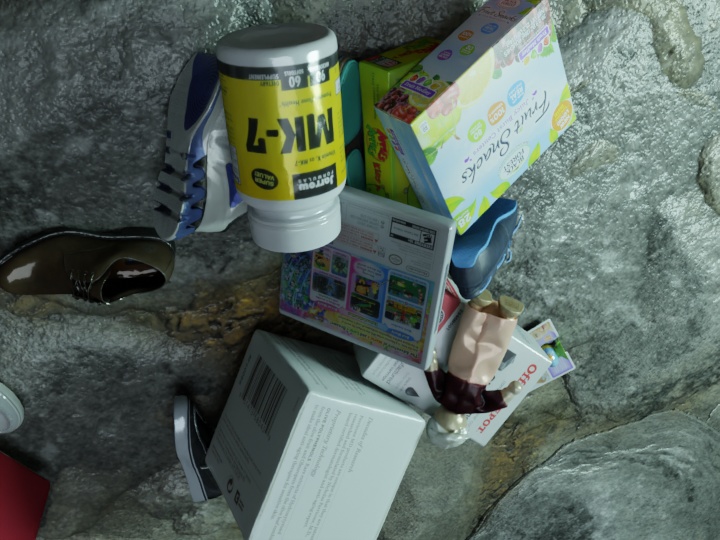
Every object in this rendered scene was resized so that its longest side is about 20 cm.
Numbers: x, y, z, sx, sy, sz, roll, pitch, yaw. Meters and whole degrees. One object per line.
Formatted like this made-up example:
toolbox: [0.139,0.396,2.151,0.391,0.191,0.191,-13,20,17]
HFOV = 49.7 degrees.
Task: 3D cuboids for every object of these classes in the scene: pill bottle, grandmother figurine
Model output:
pill bottle: [-0.072,-0.128,0.760,0.113,0.115,0.202,-9,120,-9]
grandmother figurine: [0.128,0.123,0.905,0.120,0.061,0.202,24,111,12]

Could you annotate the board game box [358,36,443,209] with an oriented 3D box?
board game box: [0.055,-0.143,0.864,0.101,0.047,0.202,-28,132,-31]

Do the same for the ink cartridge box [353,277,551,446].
ink cartridge box: [0.114,0.105,0.969,0.199,0.084,0.145,32,103,-20]

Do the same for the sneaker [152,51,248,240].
sneaker: [-0.146,-0.126,0.834,0.114,0.080,0.201,4,110,-45]

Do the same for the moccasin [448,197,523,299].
moccasin: [0.136,-0.030,0.908,0.080,0.200,0.069,4,115,26]

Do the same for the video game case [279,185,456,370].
video game case: [0.000,0.000,0.867,0.198,0.024,0.184,20,122,21]

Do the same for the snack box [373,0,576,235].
snack box: [0.129,-0.167,0.827,0.200,0.068,0.169,-43,136,-11]

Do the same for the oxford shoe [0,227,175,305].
oxford shoe: [-0.308,0.000,0.864,0.198,0.085,0.073,-9,127,-8]

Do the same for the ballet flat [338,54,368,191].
ballet flat: [-0.031,-0.142,0.855,0.072,0.073,0.201,-13,131,-6]

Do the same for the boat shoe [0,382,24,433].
boat shoe: [-0.491,0.148,0.920,0.072,0.069,0.200,-34,125,9]

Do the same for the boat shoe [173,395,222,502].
boat shoe: [-0.209,0.242,1.056,0.067,0.074,0.201,-7,125,-5]

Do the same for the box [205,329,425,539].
box: [-0.063,0.213,0.966,0.170,0.199,0.202,18,98,-30]

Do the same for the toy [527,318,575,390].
toy: [0.215,0.165,1.137,0.199,0.047,0.115,-32,124,6]

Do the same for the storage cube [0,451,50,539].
storage cube: [-0.519,0.323,0.947,0.170,0.181,0.200,-30,125,18]
